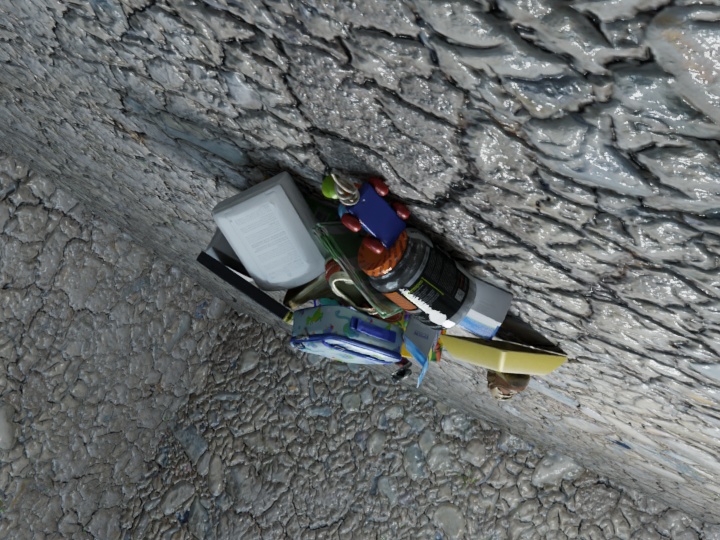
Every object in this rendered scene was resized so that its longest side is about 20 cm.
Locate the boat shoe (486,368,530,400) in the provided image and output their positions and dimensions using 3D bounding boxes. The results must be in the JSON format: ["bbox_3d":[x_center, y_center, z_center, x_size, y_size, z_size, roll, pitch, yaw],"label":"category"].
[{"bbox_3d":[0.312,0.243,1.572,0.075,0.073,0.200,9,180,1],"label":"boat shoe"}]

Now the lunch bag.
[{"bbox_3d":[-0.023,0.124,1.400,0.199,0.084,0.160,22,159,-40],"label":"lunch bag"}]

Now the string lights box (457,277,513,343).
[{"bbox_3d":[0.222,0.076,1.406,0.102,0.060,0.200,25,168,10],"label":"string lights box"}]

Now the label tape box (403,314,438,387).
[{"bbox_3d":[0.124,0.117,1.446,0.065,0.202,0.143,21,167,10],"label":"label tape box"}]

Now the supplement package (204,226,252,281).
[{"bbox_3d":[-0.233,-0.060,1.502,0.120,0.121,0.200,30,168,-13],"label":"supplement package"}]

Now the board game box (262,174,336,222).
[{"bbox_3d":[-0.132,-0.110,1.465,0.152,0.041,0.200,29,168,-4],"label":"board game box"}]

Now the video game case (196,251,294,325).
[{"bbox_3d":[-0.214,0.039,1.434,0.199,0.026,0.181,34,175,5],"label":"video game case"}]

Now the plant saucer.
[{"bbox_3d":[0.291,0.177,1.532,0.198,0.049,0.199,9,180,-34],"label":"plant saucer"}]

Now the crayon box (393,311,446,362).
[{"bbox_3d":[0.098,0.118,1.560,0.198,0.129,0.051,13,179,-38],"label":"crayon box"}]

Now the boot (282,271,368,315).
[{"bbox_3d":[-0.040,0.048,1.432,0.199,0.073,0.155,-36,119,28],"label":"boot"}]

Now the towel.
[{"bbox_3d":[0.008,-0.007,1.305,0.201,0.023,0.152,51,-160,9],"label":"towel"}]

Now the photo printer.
[{"bbox_3d":[-0.151,-0.060,1.336,0.165,0.070,0.201,-22,114,22],"label":"photo printer"}]

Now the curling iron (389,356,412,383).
[{"bbox_3d":[0.074,0.185,1.455,0.026,0.049,0.200,56,180,-4],"label":"curling iron"}]

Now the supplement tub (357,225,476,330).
[{"bbox_3d":[0.095,0.007,1.252,0.199,0.124,0.122,36,165,-34],"label":"supplement tub"}]

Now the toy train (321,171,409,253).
[{"bbox_3d":[-0.020,-0.117,1.126,0.115,0.085,0.200,35,175,43],"label":"toy train"}]

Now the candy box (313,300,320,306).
[{"bbox_3d":[-0.015,0.087,1.771,0.199,0.077,0.170,32,-163,-18],"label":"candy box"}]

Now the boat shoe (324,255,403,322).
[{"bbox_3d":[0.011,0.045,1.339,0.199,0.071,0.063,38,-161,-34],"label":"boat shoe"}]

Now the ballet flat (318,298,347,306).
[{"bbox_3d":[-0.087,0.007,1.533,0.201,0.069,0.071,52,-149,8],"label":"ballet flat"}]
